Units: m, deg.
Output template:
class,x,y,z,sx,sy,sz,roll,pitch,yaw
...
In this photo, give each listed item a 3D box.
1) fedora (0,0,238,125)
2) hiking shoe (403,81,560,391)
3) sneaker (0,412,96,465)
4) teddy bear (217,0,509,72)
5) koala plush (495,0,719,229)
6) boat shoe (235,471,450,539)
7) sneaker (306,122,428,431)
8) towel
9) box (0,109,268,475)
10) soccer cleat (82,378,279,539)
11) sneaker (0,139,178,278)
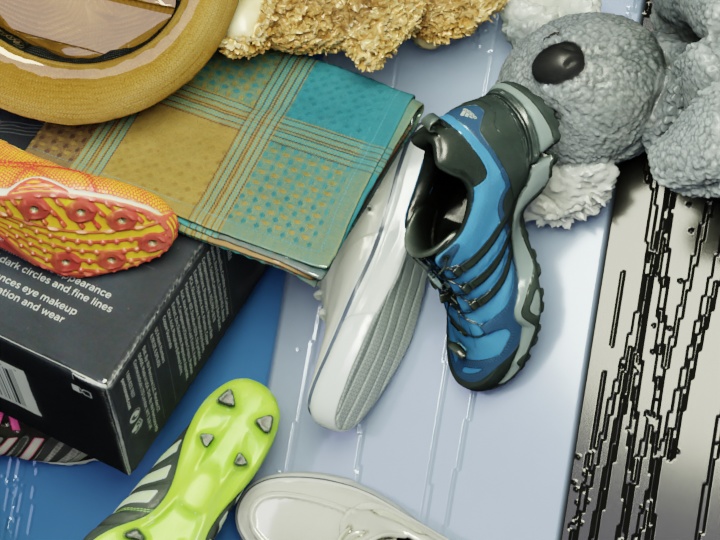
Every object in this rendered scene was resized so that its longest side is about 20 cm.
class,x,y,z,sx,sy,sz,roll,pitch,yaw
fedora,-0.163,-0.180,0.996,0.200,0.082,0.201,0,99,1
hiking shoe,0.057,-0.013,1.025,0.074,0.086,0.201,36,134,45
sneaker,-0.229,0.086,1.121,0.199,0.087,0.074,-1,82,14
teddy bear,-0.011,-0.157,1.055,0.145,0.200,0.067,18,119,45
koala plush,0.166,-0.109,1.028,0.199,0.184,0.178,-12,77,34
boat shoe,0.010,0.178,1.059,0.200,0.066,0.072,27,90,16
sneaker,0.000,0.000,1.090,0.071,0.073,0.201,15,78,25
towel,-0.079,-0.079,1.028,0.199,0.022,0.147,20,57,16
box,-0.176,-0.016,1.069,0.196,0.118,0.200,24,61,16
soccer cleat,-0.117,0.153,1.072,0.067,0.081,0.200,38,76,1
sneaker,-0.198,-0.047,0.981,0.199,0.073,0.077,9,47,4
